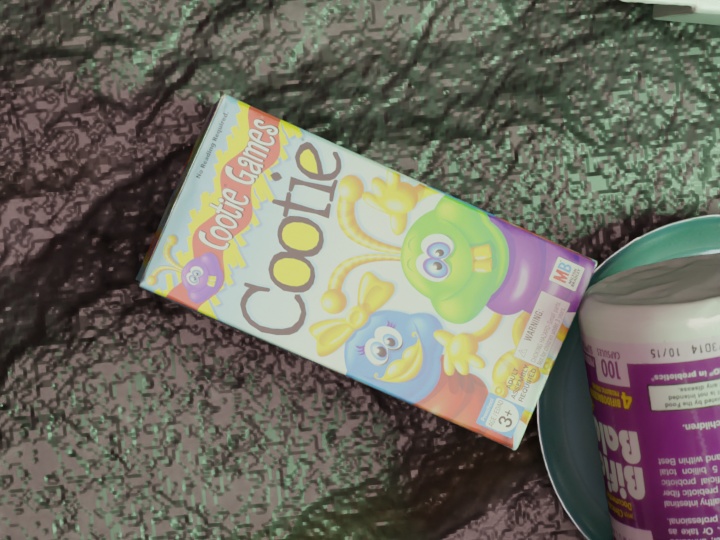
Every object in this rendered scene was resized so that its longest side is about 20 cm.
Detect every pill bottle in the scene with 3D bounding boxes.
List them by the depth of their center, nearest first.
[{"bbox_3d":[0.175,0.100,1.258,0.112,0.112,0.200,-11,101,-5],"label":"pill bottle"}]

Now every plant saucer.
[{"bbox_3d":[0.189,0.071,1.333,0.200,0.027,0.200,0,91,-4],"label":"plant saucer"}]

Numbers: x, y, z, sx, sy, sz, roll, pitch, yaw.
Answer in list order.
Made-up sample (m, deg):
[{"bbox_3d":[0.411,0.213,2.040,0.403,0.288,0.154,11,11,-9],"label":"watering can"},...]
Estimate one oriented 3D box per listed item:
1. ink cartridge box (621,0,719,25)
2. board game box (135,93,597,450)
[{"bbox_3d":[0.216,-0.181,1.298,0.200,0.068,0.116,4,90,-13],"label":"ink cartridge box"},{"bbox_3d":[0.000,0.000,1.276,0.200,0.105,0.103,24,89,-6],"label":"board game box"}]
